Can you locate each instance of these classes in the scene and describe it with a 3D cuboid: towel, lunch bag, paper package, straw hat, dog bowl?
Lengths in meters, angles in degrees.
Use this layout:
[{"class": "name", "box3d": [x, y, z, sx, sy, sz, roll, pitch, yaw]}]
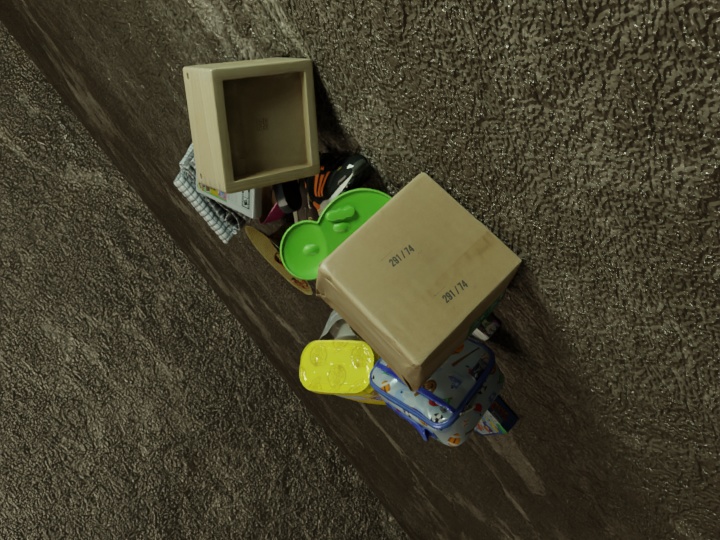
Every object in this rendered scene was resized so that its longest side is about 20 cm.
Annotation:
[{"class": "towel", "box3d": [-0.260, -0.180, 1.308, 0.167, 0.084, 0.202, 52, -153, -26]}, {"class": "lunch bag", "box3d": [0.114, 0.168, 1.037, 0.198, 0.161, 0.076, 23, 154, 48]}, {"class": "paper package", "box3d": [0.073, 0.013, 0.876, 0.190, 0.199, 0.104, 43, 161, 15]}, {"class": "straw hat", "box3d": [-0.148, -0.050, 1.449, 0.200, 0.085, 0.202, 41, 165, 13]}, {"class": "dog bowl", "box3d": [0.021, 0.126, 1.278, 0.194, 0.060, 0.201, 11, 155, 5]}]

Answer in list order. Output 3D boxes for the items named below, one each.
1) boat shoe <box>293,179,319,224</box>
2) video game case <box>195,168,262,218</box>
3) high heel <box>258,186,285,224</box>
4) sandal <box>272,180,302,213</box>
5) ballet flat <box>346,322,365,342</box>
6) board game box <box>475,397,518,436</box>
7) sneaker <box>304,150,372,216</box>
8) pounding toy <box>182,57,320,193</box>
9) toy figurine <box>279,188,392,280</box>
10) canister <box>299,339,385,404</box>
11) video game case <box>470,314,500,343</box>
[{"class": "boat shoe", "box3d": [-0.093, -0.112, 1.239, 0.057, 0.073, 0.203, 5, 138, 1]}, {"class": "video game case", "box3d": [-0.217, -0.209, 1.120, 0.180, 0.022, 0.206, 25, 118, 41]}, {"class": "high heel", "box3d": [-0.161, -0.163, 1.237, 0.067, 0.096, 0.202, 38, 159, 27]}, {"class": "sandal", "box3d": [-0.132, -0.199, 1.123, 0.042, 0.076, 0.205, -14, 102, 27]}, {"class": "ballet flat", "box3d": [0.037, 0.091, 1.129, 0.198, 0.071, 0.065, 34, -175, -36]}, {"class": "board game box", "box3d": [0.191, 0.217, 1.262, 0.201, 0.034, 0.136, 49, 162, 4]}, {"class": "sneaker", "box3d": [-0.048, -0.149, 1.051, 0.091, 0.069, 0.200, 55, 160, -1]}, {"class": "pounding toy", "box3d": [-0.143, -0.205, 0.983, 0.141, 0.196, 0.190, 23, 123, 50]}, {"class": "toy figurine", "box3d": [-0.023, -0.038, 1.057, 0.184, 0.193, 0.155, -152, 53, -87]}, {"class": "canister", "box3d": [0.003, 0.186, 1.205, 0.144, 0.089, 0.199, -3, 162, 28]}, {"class": "video game case", "box3d": [0.124, 0.057, 1.102, 0.181, 0.036, 0.201, 46, 162, 8]}]
